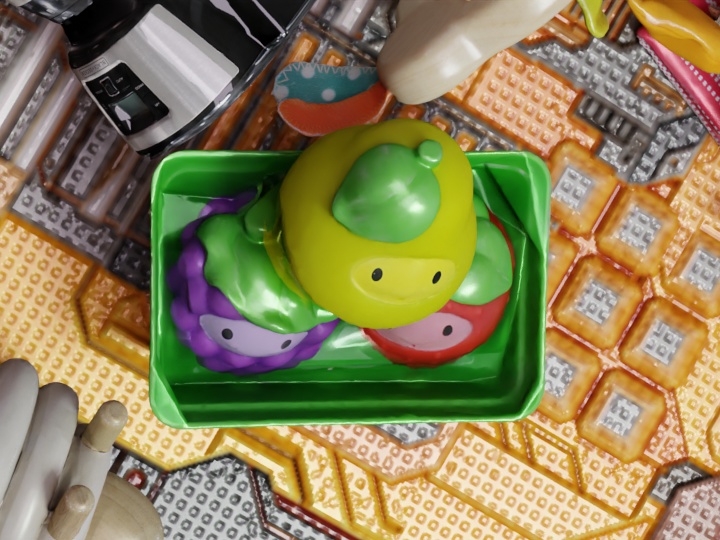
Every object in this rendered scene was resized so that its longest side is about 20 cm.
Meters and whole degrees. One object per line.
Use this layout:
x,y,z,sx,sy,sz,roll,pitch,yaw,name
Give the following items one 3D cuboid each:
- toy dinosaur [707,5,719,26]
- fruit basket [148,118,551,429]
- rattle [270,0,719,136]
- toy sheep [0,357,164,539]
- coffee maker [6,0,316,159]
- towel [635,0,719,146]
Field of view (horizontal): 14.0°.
0.259,-0.063,1.511,0.200,0.086,0.136,29,83,-20,toy dinosaur
0.000,0.000,1.401,0.215,0.216,0.156,-1,98,-16,fruit basket
0.069,-0.096,1.453,0.200,0.130,0.143,-48,130,-14,rattle
-0.188,0.097,1.397,0.200,0.138,0.138,25,90,-6,toy sheep
-0.107,-0.184,1.378,0.200,0.135,0.192,42,84,-18,coffee maker
0.259,-0.138,1.552,0.200,0.022,0.145,-42,106,-7,towel
